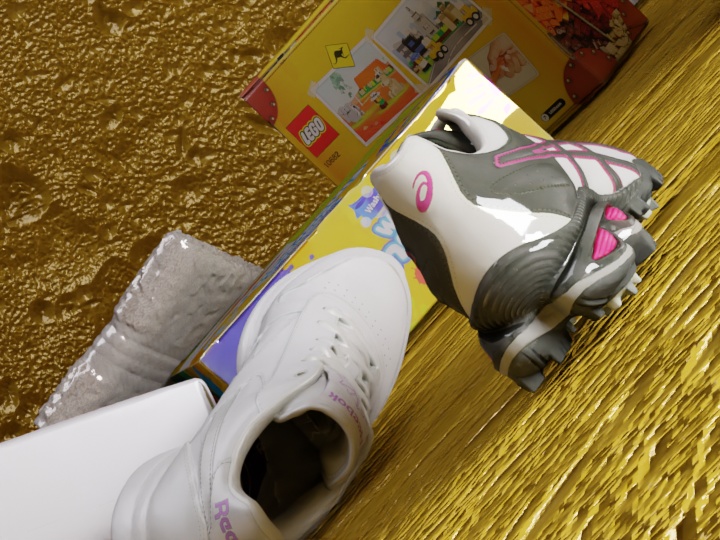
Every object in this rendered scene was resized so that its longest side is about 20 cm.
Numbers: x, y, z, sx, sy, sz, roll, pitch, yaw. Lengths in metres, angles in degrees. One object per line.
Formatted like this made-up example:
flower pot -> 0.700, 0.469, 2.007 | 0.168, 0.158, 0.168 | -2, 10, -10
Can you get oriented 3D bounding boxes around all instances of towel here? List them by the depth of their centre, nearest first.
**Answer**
towel -> -0.094, 0.051, 1.355 | 0.133, 0.034, 0.200 | -55, -25, 3

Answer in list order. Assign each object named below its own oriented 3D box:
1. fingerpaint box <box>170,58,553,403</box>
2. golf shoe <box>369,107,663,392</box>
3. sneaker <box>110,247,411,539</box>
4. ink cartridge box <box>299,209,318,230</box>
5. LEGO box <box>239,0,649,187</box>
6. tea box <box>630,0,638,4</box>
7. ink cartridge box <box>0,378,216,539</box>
fingerpaint box -> 0.000, 0.000, 1.247 | 0.200, 0.073, 0.167 | -49, 3, -11
golf shoe -> 0.054, -0.026, 0.850 | 0.077, 0.088, 0.200 | -48, 2, 9
sneaker -> -0.017, 0.059, 0.991 | 0.100, 0.075, 0.200 | -23, 24, 44
ink cartridge box -> -0.007, -0.033, 1.847 | 0.146, 0.048, 0.200 | -45, 4, 22
LEGO box -> 0.047, -0.124, 1.442 | 0.200, 0.149, 0.077 | -43, 6, 42
tea box -> 0.096, -0.189, 1.685 | 0.200, 0.134, 0.197 | -45, 5, 22
ink cartridge box -> -0.136, 0.114, 1.118 | 0.146, 0.083, 0.200 | -19, -3, -13
